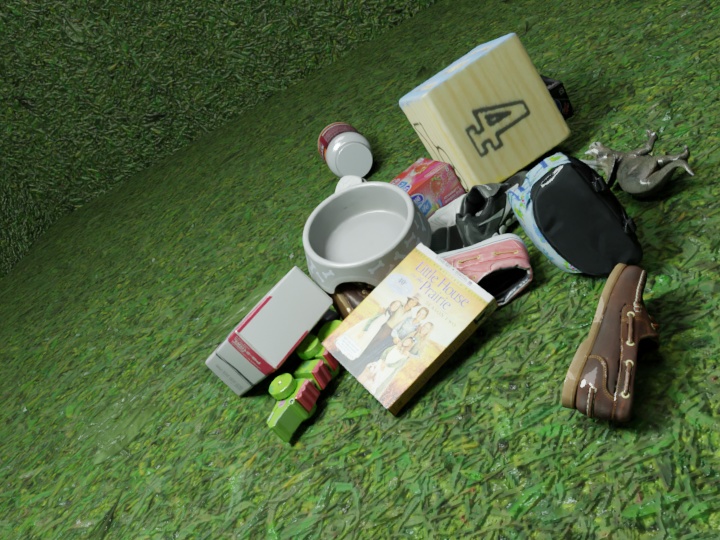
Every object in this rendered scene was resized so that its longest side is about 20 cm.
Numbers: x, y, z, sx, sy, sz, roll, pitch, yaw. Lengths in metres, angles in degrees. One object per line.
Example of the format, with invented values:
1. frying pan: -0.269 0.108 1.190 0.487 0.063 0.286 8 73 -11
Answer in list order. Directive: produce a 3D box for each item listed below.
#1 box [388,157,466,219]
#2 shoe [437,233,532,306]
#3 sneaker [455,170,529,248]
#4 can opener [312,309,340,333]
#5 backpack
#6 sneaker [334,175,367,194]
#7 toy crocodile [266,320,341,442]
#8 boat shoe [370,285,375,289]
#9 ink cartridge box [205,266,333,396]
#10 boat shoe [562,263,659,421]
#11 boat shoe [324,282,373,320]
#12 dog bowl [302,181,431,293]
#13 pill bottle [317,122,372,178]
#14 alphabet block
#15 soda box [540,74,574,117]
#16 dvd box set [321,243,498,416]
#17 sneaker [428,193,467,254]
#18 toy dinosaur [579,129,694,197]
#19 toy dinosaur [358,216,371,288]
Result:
1. box: 0.082 -0.105 1.247 0.200 0.096 0.100 -39 27 -12
2. shoe: 0.145 0.016 0.988 0.200 0.072 0.091 -23 24 14
3. sneaker: 0.215 -0.111 1.109 0.066 0.091 0.200 4 44 51
4. can opener: -0.075 0.063 1.182 0.067 0.053 0.200 -33 27 -21
5. backpack: 0.272 -0.081 0.926 0.154 0.163 0.200 -36 14 29
6. sneaker: -0.012 -0.073 1.339 0.079 0.130 0.199 12 87 34
7. toy crocodile: -0.071 0.154 0.999 0.062 0.068 0.200 -12 33 39
8. boat shoe: 0.064 -0.026 1.123 0.062 0.075 0.200 -11 53 31
9. ink cartridge box: -0.146 0.099 1.083 0.145 0.084 0.200 -50 5 -32
10. boat shoe: 0.276 0.074 0.733 0.070 0.070 0.200 10 51 32
11. boat shoe: 0.012 0.062 1.039 0.070 0.070 0.200 -30 46 -14
12. dog bowl: 0.003 -0.055 1.054 0.200 0.059 0.200 -13 45 13
13. pill bottle: -0.035 -0.286 1.684 0.113 0.113 0.200 -33 25 1
14. alphabet block: 0.213 -0.272 1.235 0.196 0.200 0.195 -34 15 0
15. soda box: 0.347 -0.348 1.398 0.063 0.071 0.200 -30 26 3
16. dvd box set: 0.063 0.073 0.932 0.200 0.029 0.146 -45 54 -6
17. sneaker: 0.132 -0.051 1.141 0.080 0.070 0.200 -18 21 41
18. toy dinosaur: 0.404 -0.138 0.983 0.102 0.077 0.200 -42 29 8
19. toy dinosaur: 0.000 0.000 1.182 0.060 0.200 0.106 -1 39 -31
